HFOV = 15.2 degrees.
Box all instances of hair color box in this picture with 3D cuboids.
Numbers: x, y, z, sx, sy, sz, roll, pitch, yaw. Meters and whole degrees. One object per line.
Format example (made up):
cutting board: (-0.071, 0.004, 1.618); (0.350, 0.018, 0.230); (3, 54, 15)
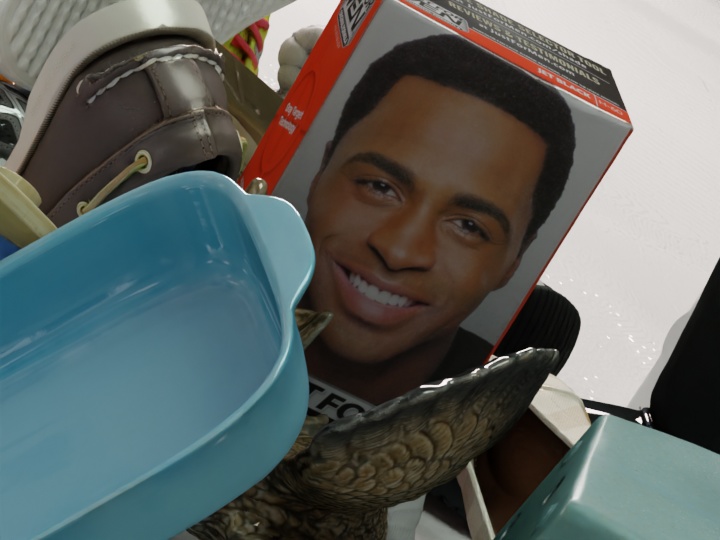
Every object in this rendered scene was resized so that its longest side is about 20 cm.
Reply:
hair color box: (0.000, 0.000, 0.951); (0.101, 0.201, 0.061); (26, 19, -13)

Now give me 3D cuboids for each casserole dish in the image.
casserole dish: (-0.094, 0.048, 0.754); (0.039, 0.199, 0.121); (57, 5, -38)

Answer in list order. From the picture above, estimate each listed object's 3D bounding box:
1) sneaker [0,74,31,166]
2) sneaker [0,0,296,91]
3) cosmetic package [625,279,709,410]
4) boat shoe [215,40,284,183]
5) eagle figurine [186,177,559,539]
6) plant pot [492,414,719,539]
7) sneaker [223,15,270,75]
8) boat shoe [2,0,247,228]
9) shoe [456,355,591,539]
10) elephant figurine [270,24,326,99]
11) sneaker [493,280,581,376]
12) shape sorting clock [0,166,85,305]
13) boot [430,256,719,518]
sneaker: (-0.156, -0.047, 1.010); (0.200, 0.078, 0.077); (36, 36, -17)
sneaker: (-0.104, -0.125, 1.073); (0.114, 0.073, 0.200); (21, 29, 31)
cosmetic package: (0.235, 0.068, 1.291); (0.199, 0.108, 0.085); (12, 27, -40)
boat shoe: (-0.032, -0.016, 1.014); (0.201, 0.066, 0.072); (44, 19, -22)
eagle figurine: (-0.019, 0.078, 0.827); (0.150, 0.152, 0.200); (-22, 24, -20)
plant pot: (0.116, 0.148, 0.801); (0.200, 0.141, 0.141); (38, 19, 0)
sneaker: (-0.074, -0.090, 1.134); (0.078, 0.090, 0.200); (30, 15, -27)
boat shoe: (-0.087, -0.011, 0.907); (0.072, 0.200, 0.060); (-10, 63, -29)
shoe: (0.071, 0.106, 0.946); (0.053, 0.070, 0.200); (51, 13, -46)
elephant figurine: (0.041, -0.039, 1.258); (0.200, 0.141, 0.156); (30, 39, -59)
sneaker: (0.010, 0.012, 1.135); (0.199, 0.074, 0.089); (9, 27, -45)
shape sorting clock: (-0.160, -0.024, 0.865); (0.199, 0.039, 0.200); (25, -27, 13)
boot: (0.126, 0.049, 1.079); (0.198, 0.163, 0.073); (29, 17, -4)
